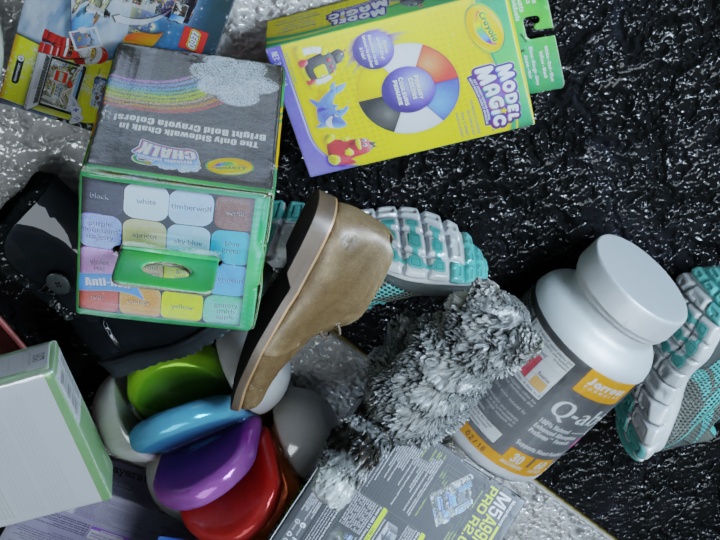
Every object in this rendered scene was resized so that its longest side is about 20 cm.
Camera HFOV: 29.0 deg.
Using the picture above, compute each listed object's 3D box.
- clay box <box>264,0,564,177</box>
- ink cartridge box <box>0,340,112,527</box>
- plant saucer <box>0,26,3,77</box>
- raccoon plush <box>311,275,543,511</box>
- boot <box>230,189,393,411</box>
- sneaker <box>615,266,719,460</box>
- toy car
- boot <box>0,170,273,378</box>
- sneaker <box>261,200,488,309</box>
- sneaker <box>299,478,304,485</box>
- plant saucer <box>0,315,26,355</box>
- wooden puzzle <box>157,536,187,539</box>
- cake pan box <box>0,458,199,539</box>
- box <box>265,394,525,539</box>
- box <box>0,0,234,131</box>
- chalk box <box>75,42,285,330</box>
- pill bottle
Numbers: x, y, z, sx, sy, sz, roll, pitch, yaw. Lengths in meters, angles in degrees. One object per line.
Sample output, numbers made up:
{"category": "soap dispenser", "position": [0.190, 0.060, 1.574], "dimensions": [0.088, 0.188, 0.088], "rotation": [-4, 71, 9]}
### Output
{"category": "clay box", "position": [0.043, -0.146, 1.005], "dimensions": [0.200, 0.048, 0.115], "rotation": [-13, 126, 10]}
{"category": "ink cartridge box", "position": [-0.316, 0.148, 1.115], "dimensions": [0.200, 0.048, 0.146], "rotation": [-15, 126, 1]}
{"category": "plant saucer", "position": [-0.348, -0.173, 0.974], "dimensions": [0.200, 0.050, 0.200], "rotation": [-1, 126, -1]}
{"category": "raccoon plush", "position": [0.059, 0.096, 1.035], "dimensions": [0.097, 0.200, 0.134], "rotation": [33, 153, -12]}
{"category": "boot", "position": [-0.040, 0.037, 1.045], "dimensions": [0.075, 0.074, 0.200], "rotation": [21, 121, -16]}
{"category": "sneaker", "position": [0.286, 0.075, 1.166], "dimensions": [0.091, 0.078, 0.200], "rotation": [0, 133, -21]}
{"category": "toy car", "position": [-0.122, 0.150, 1.161], "dimensions": [0.175, 0.150, 0.200], "rotation": [-23, 124, 16]}
{"category": "boot", "position": [-0.187, -0.007, 1.058], "dimensions": [0.200, 0.076, 0.168], "rotation": [-23, 121, 40]}
{"category": "sneaker", "position": [0.000, 0.000, 1.107], "dimensions": [0.200, 0.078, 0.091], "rotation": [8, 135, 3]}
{"category": "sneaker", "position": [-0.047, 0.243, 1.253], "dimensions": [0.075, 0.116, 0.200], "rotation": [17, 125, -16]}
{"category": "plant saucer", "position": [-0.364, 0.092, 1.184], "dimensions": [0.200, 0.037, 0.200], "rotation": [-22, 124, 14]}
{"category": "wooden puzzle", "position": [-0.117, 0.276, 1.223], "dimensions": [0.200, 0.046, 0.185], "rotation": [14, 155, -3]}
{"category": "cake pan box", "position": [-0.247, 0.257, 1.302], "dimensions": [0.200, 0.052, 0.184], "rotation": [21, 122, -16]}
{"category": "box", "position": [0.014, 0.225, 1.127], "dimensions": [0.160, 0.044, 0.200], "rotation": [33, 81, -2]}
{"category": "box", "position": [-0.163, -0.187, 0.975], "dimensions": [0.136, 0.038, 0.200], "rotation": [17, 125, -14]}
{"category": "chalk box", "position": [-0.121, -0.043, 0.933], "dimensions": [0.124, 0.200, 0.124], "rotation": [8, 130, -5]}
{"category": "pill bottle", "position": [0.163, 0.071, 1.130], "dimensions": [0.116, 0.116, 0.200], "rotation": [29, 122, -21]}
